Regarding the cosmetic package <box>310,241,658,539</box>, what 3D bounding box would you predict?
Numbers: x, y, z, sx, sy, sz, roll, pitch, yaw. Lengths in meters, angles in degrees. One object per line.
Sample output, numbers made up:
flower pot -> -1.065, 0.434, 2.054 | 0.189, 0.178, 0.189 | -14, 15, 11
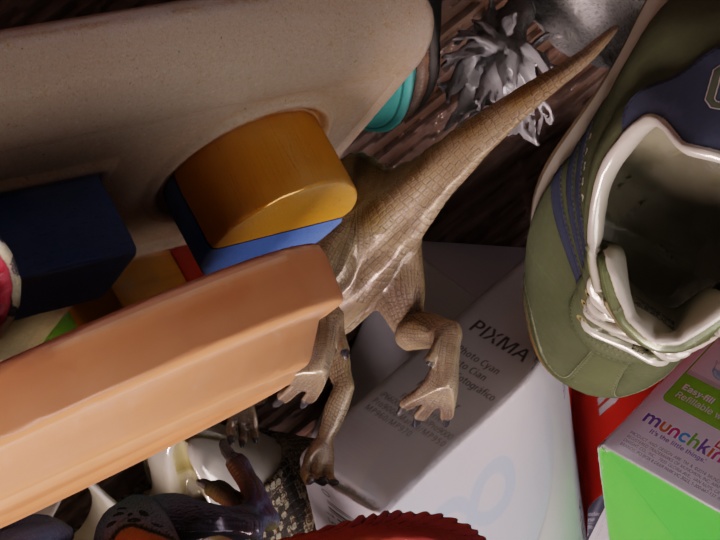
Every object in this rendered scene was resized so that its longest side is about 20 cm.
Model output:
cosmetic package -> 0.065, 0.067, 0.995 | 0.200, 0.052, 0.151 | 2, 116, -48

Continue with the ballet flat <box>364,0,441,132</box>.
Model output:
ballet flat -> -0.009, -0.117, 0.744 | 0.068, 0.068, 0.200 | -61, 152, -17

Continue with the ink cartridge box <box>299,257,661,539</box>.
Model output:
ink cartridge box -> 0.072, 0.069, 0.914 | 0.200, 0.047, 0.160 | -39, 141, -24

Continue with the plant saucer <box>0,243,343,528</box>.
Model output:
plant saucer -> -0.094, 0.049, 0.650 | 0.200, 0.032, 0.200 | -25, 176, -2

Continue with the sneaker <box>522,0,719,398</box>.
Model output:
sneaker -> 0.087, -0.006, 0.750 | 0.200, 0.067, 0.090 | 107, -2, -49

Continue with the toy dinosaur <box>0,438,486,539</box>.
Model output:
toy dinosaur -> -0.092, 0.091, 0.757 | 0.200, 0.105, 0.181 | -29, 162, 37

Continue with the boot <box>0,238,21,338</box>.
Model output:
boot -> -0.186, -0.033, 0.551 | 0.203, 0.154, 0.074 | 5, 116, -48

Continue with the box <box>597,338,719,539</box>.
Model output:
box -> 0.222, 0.079, 0.929 | 0.176, 0.200, 0.097 | -44, 145, -27

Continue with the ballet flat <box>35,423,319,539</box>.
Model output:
ballet flat -> -0.081, 0.095, 0.858 | 0.200, 0.068, 0.075 | -31, 117, -23

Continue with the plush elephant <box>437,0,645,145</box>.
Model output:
plush elephant -> 0.135, -0.104, 0.800 | 0.200, 0.155, 0.165 | -56, 146, -23

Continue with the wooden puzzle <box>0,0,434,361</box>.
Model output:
wooden puzzle -> -0.082, 0.001, 0.734 | 0.185, 0.046, 0.200 | -14, 153, -39

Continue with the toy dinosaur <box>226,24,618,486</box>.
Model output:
toy dinosaur -> 0.000, 0.000, 0.776 | 0.058, 0.101, 0.200 | 22, 136, -28
